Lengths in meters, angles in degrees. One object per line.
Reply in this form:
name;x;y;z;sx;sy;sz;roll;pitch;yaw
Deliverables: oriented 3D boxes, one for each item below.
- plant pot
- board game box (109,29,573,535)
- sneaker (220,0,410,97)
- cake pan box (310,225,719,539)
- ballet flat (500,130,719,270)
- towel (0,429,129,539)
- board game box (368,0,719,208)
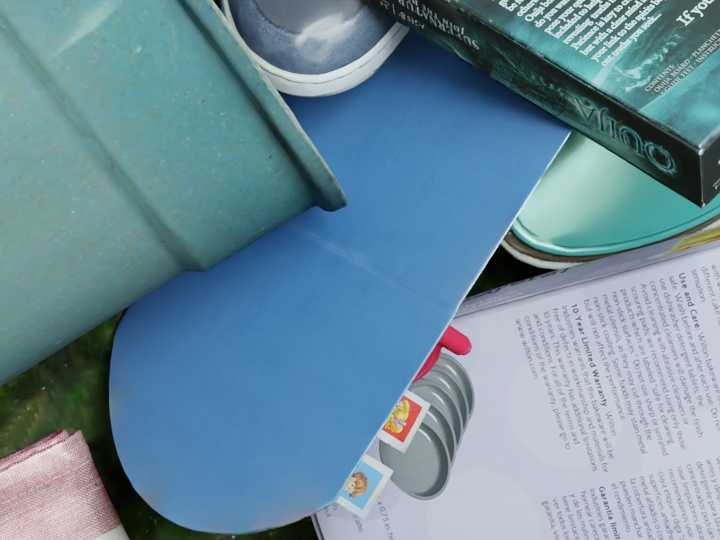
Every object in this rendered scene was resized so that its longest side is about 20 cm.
plant pot;-0.140;-0.040;0.779;0.196;0.200;0.200;-38;99;-2
board game box;0.000;0.000;0.830;0.039;0.158;0.200;35;86;-35
sneaker;0.001;-0.168;0.800;0.077;0.146;0.202;16;68;10
cake pan box;0.086;0.098;0.854;0.184;0.052;0.200;-18;95;22
ballet flat;0.128;-0.062;0.897;0.200;0.069;0.069;-33;98;-5
towel;-0.119;0.172;0.866;0.144;0.023;0.200;-26;98;-14
board game box;0.116;-0.119;0.792;0.135;0.028;0.200;35;64;30
